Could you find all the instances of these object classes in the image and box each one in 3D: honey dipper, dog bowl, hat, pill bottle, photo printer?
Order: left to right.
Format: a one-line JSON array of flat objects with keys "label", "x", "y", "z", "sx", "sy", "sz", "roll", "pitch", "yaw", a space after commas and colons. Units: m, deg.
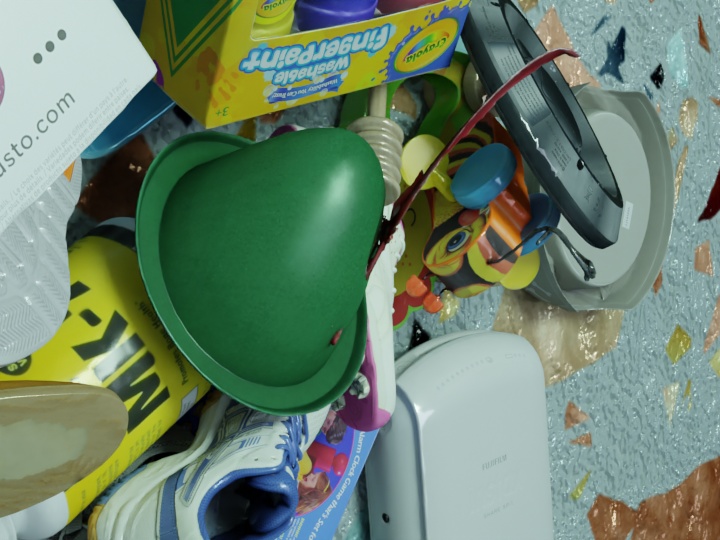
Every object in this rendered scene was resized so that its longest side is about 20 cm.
[{"label": "pill bottle", "x": -0.169, "y": 0.070, "z": 0.747, "sx": 0.200, "sy": 0.114, "sz": 0.115, "roll": -44, "pitch": 123, "yaw": -35}, {"label": "hat", "x": -0.001, "y": -0.045, "z": 0.734, "sx": 0.165, "sy": 0.176, "sz": 0.201, "roll": 32, "pitch": 45, "yaw": -31}, {"label": "honey dipper", "x": 0.011, "y": -0.134, "z": 0.898, "sx": 0.038, "sy": 0.038, "sz": 0.201, "roll": 34, "pitch": 48, "yaw": -43}, {"label": "photo printer", "x": 0.075, "y": 0.148, "z": 1.046, "sx": 0.166, "sy": 0.069, "sz": 0.202, "roll": -14, "pitch": 104, "yaw": -45}, {"label": "dog bowl", "x": 0.186, "y": -0.059, "z": 1.154, "sx": 0.199, "sy": 0.058, "sz": 0.202, "roll": -6, "pitch": 99, "yaw": -46}]

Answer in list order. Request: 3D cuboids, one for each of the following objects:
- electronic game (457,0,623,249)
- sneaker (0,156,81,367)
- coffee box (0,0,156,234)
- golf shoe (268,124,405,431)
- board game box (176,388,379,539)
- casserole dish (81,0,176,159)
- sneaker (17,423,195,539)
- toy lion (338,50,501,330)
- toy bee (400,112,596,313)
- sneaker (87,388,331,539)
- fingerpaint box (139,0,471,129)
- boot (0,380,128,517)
[{"label": "electronic game", "x": 0.118, "y": -0.104, "z": 0.927, "sx": 0.200, "sy": 0.041, "sz": 0.200, "roll": 52, "pitch": 19, "yaw": -26}, {"label": "sneaker", "x": -0.203, "y": -0.005, "z": 0.677, "sx": 0.200, "sy": 0.111, "sz": 0.078, "roll": -90, "pitch": 155, "yaw": -59}, {"label": "coffee box", "x": -0.253, "y": -0.095, "z": 0.579, "sx": 0.200, "sy": 0.199, "sz": 0.198, "roll": -52, "pitch": 127, "yaw": -30}, {"label": "golf shoe", "x": 0.000, "y": 0.000, "z": 0.892, "sx": 0.091, "sy": 0.075, "sz": 0.201, "roll": -11, "pitch": 86, "yaw": -39}, {"label": "board game box", "x": -0.070, "y": 0.144, "z": 0.908, "sx": 0.134, "sy": 0.045, "sz": 0.201, "roll": 43, "pitch": 63, "yaw": -40}, {"label": "casserole dish", "x": -0.118, "y": -0.150, "z": 0.786, "sx": 0.200, "sy": 0.039, "sz": 0.121, "roll": -41, "pitch": 151, "yaw": -12}, {"label": "sneaker", "x": -0.162, "y": 0.149, "z": 0.784, "sx": 0.200, "sy": 0.082, "sz": 0.075, "roll": -48, "pitch": 125, "yaw": -33}, {"label": "toy lion", "x": 0.026, "y": -0.058, "z": 0.989, "sx": 0.191, "sy": 0.068, "sz": 0.202, "roll": -2, "pitch": 95, "yaw": -39}, {"label": "toy bee", "x": 0.069, "y": -0.030, "z": 0.905, "sx": 0.131, "sy": 0.109, "sz": 0.200, "roll": 51, "pitch": 13, "yaw": -6}, {"label": "sneaker", "x": -0.058, "y": 0.115, "z": 0.776, "sx": 0.200, "sy": 0.088, "sz": 0.076, "roll": -46, "pitch": 128, "yaw": -43}, {"label": "fingerpaint box", "x": -0.013, "y": -0.183, "z": 0.774, "sx": 0.199, "sy": 0.073, "sz": 0.168, "roll": -20, "pitch": 141, "yaw": -41}, {"label": "boot", "x": -0.223, "y": 0.055, "z": 0.645, "sx": 0.200, "sy": 0.144, "sz": 0.071, "roll": -12, "pitch": 125, "yaw": -26}]
